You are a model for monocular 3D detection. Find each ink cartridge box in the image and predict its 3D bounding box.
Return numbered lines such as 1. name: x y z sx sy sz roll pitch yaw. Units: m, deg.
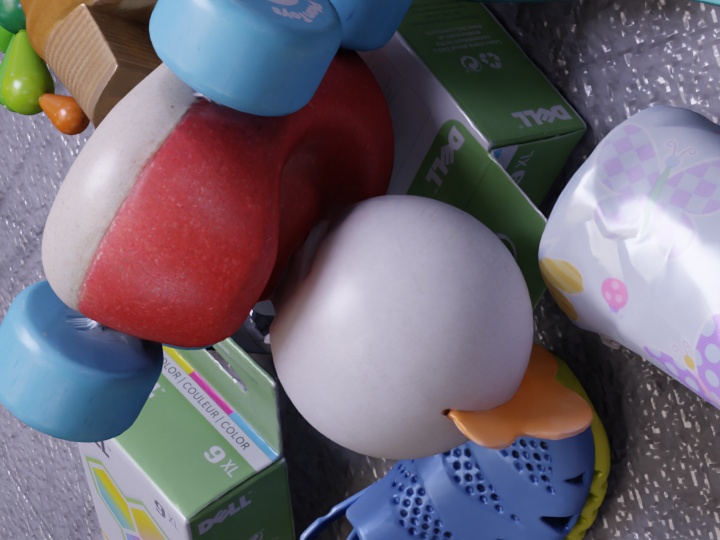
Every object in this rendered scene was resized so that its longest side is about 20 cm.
1. ink cartridge box: -0.086 0.102 0.902 0.104 0.059 0.200 42 152 33
2. ink cartridge box: 0.027 -0.051 0.776 0.200 0.059 0.104 53 136 27

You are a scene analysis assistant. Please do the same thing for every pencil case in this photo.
1. pencil case: 0.150 0.026 0.625 0.200 0.083 0.091 40 106 35

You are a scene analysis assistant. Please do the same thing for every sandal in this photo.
1. sandal: 0.033 0.108 0.800 0.080 0.087 0.200 59 137 23

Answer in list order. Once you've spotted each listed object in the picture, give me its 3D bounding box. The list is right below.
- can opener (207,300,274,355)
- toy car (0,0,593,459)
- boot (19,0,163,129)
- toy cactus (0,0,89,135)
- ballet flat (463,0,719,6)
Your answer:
1. can opener: -0.051 0.003 0.883 0.200 0.053 0.067 0 137 51
2. toy car: 0.000 0.000 0.687 0.200 0.177 0.184 34 117 5
3. boot: -0.079 -0.167 0.771 0.201 0.071 0.144 -47 51 22
4. toy cactus: -0.161 -0.158 0.946 0.200 0.102 0.165 27 125 35
5. ballet flat: 0.100 -0.124 0.659 0.200 0.073 0.073 14 112 49
